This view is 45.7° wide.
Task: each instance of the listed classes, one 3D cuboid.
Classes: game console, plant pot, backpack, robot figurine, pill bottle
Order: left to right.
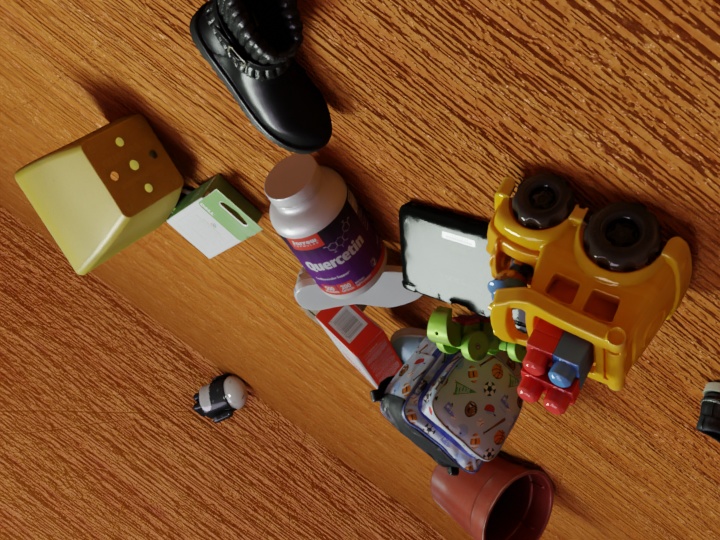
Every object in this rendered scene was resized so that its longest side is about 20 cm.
[{"bbox_3d":[-0.412,-0.144,1.418,0.175,0.200,0.202,-21,104,47],"label":"plant pot"},{"bbox_3d":[-0.495,0.452,3.030,0.125,0.197,0.153,-7,-103,-77],"label":"robot figurine"},{"bbox_3d":[-0.048,-0.059,1.142,0.111,0.113,0.201,18,155,40],"label":"pill bottle"},{"bbox_3d":[0.145,0.173,1.240,0.200,0.192,0.153,43,155,-24],"label":"backpack"},{"bbox_3d":[0.258,0.459,1.751,0.194,0.202,0.201,26,161,50],"label":"plant pot"},{"bbox_3d":[0.158,-0.001,1.069,0.198,0.116,0.179,19,125,39],"label":"game console"}]

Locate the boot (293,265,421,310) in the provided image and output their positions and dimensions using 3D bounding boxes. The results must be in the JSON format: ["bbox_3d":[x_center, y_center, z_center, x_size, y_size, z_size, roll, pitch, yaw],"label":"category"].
[{"bbox_3d":[0.000,0.000,1.266,0.196,0.097,0.074,-3,133,9],"label":"boot"}]

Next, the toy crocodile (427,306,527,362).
[{"bbox_3d":[0.164,0.082,1.106,0.197,0.063,0.067,6,-177,-35],"label":"toy crocodile"}]

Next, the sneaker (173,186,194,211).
[{"bbox_3d":[-0.351,-0.112,1.590,0.198,0.083,0.072,20,157,36],"label":"sneaker"}]

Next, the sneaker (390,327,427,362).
[{"bbox_3d":[0.133,0.166,1.381,0.198,0.082,0.075,29,121,-5],"label":"sneaker"}]

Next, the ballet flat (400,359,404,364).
[{"bbox_3d":[0.131,0.172,1.466,0.200,0.068,0.062,42,-172,-11],"label":"ballet flat"}]

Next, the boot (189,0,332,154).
[{"bbox_3d":[-0.085,-0.214,0.889,0.211,0.080,0.157,44,160,-20],"label":"boot"}]

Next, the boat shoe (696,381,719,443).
[{"bbox_3d":[0.459,0.212,0.973,0.199,0.067,0.074,41,160,-15],"label":"boat shoe"}]

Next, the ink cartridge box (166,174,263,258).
[{"bbox_3d":[-0.236,-0.096,1.440,0.104,0.060,0.199,43,147,-20],"label":"ink cartridge box"}]

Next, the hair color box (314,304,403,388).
[{"bbox_3d":[0.003,0.118,1.361,0.101,0.061,0.201,42,170,25],"label":"hair color box"}]

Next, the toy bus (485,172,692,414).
[{"bbox_3d":[0.188,0.030,0.823,0.198,0.193,0.136,26,161,29],"label":"toy bus"}]

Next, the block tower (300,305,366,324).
[{"bbox_3d":[-0.045,0.055,1.499,0.054,0.058,0.199,39,160,-14],"label":"block tower"}]
